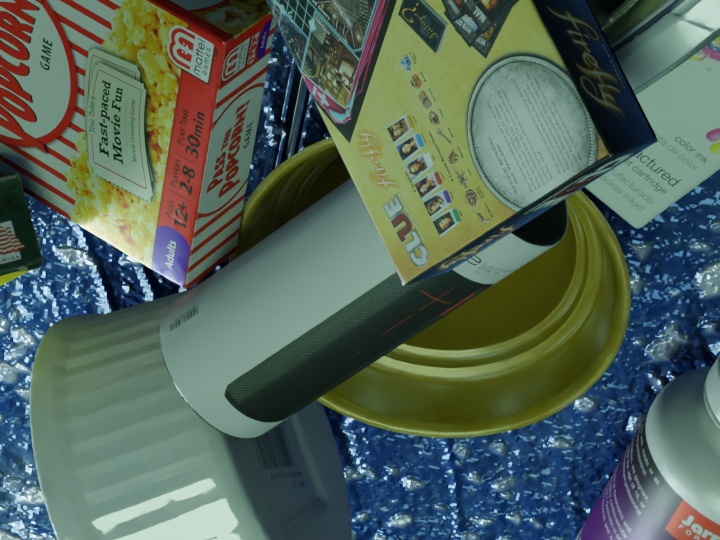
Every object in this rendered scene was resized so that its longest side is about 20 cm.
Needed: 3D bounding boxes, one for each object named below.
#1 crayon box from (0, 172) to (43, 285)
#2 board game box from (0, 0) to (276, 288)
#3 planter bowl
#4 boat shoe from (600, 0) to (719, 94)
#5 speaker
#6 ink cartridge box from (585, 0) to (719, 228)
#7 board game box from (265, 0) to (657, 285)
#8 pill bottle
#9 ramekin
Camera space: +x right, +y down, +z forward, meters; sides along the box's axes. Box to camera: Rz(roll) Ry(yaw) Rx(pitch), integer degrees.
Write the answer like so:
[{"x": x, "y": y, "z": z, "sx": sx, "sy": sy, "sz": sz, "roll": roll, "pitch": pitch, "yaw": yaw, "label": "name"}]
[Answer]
[{"x": -0.246, "y": 0.000, "z": 1.247, "sx": 0.127, "sy": 0.200, "sz": 0.051, "roll": -15, "pitch": 89, "yaw": -21, "label": "crayon box"}, {"x": -0.140, "y": -0.103, "z": 1.174, "sx": 0.200, "sy": 0.046, "sz": 0.152, "roll": 30, "pitch": 134, "yaw": 20, "label": "board game box"}, {"x": 0.039, "y": -0.016, "z": 1.237, "sx": 0.200, "sy": 0.083, "sz": 0.201, "roll": 5, "pitch": 130, "yaw": 6, "label": "planter bowl"}, {"x": 0.159, "y": -0.148, "z": 1.017, "sx": 0.062, "sy": 0.072, "sz": 0.200, "roll": 49, "pitch": 121, "yaw": 4, "label": "boat shoe"}, {"x": 0.000, "y": 0.000, "z": 1.152, "sx": 0.200, "sy": 0.081, "sz": 0.081, "roll": -34, "pitch": 116, "yaw": 31, "label": "speaker"}, {"x": 0.149, "y": -0.136, "z": 1.117, "sx": 0.146, "sy": 0.083, "sz": 0.200, "roll": 37, "pitch": 127, "yaw": -18, "label": "ink cartridge box"}, {"x": 0.026, "y": -0.111, "z": 1.034, "sx": 0.135, "sy": 0.035, "sz": 0.200, "roll": -32, "pitch": 80, "yaw": 44, "label": "board game box"}, {"x": 0.187, "y": 0.130, "z": 1.311, "sx": 0.112, "sy": 0.113, "sz": 0.200, "roll": 19, "pitch": 131, "yaw": -5, "label": "pill bottle"}, {"x": -0.083, "y": 0.104, "z": 1.293, "sx": 0.098, "sy": 0.201, "sz": 0.201, "roll": -21, "pitch": 123, "yaw": 16, "label": "ramekin"}]
